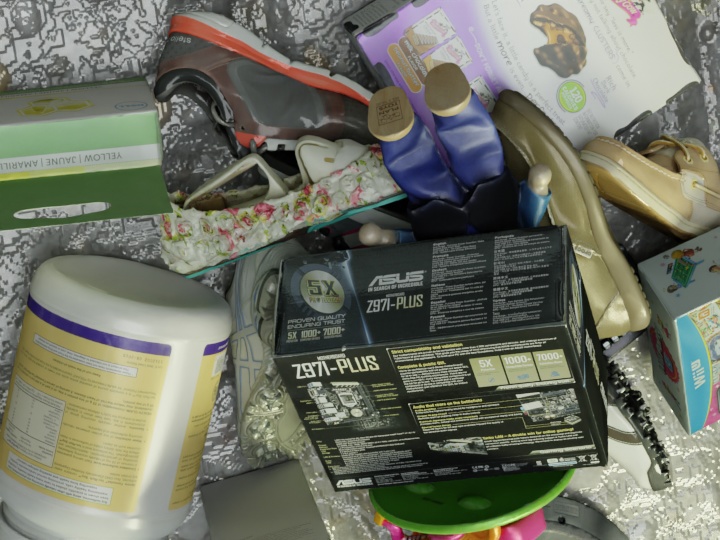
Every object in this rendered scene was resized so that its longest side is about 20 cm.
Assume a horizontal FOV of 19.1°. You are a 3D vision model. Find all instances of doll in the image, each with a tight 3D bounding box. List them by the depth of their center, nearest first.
[{"bbox_3d":[0.061,-0.045,1.422,0.135,0.049,0.201,-22,136,6],"label":"doll"}]

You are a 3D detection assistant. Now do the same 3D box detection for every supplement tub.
[{"bbox_3d":[-0.178,0.103,1.507,0.144,0.145,0.202,11,102,-13],"label":"supplement tub"}]

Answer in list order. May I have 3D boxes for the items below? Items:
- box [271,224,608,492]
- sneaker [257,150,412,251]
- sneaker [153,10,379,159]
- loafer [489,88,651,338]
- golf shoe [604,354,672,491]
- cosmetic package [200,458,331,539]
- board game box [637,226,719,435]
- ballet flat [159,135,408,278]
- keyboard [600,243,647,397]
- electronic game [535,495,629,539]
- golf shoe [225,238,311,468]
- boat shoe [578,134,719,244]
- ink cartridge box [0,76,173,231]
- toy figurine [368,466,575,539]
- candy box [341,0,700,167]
[{"bbox_3d":[0.057,0.063,1.446,0.198,0.087,0.164,-7,140,14],"label":"box"},{"bbox_3d":[0.000,0.000,1.550,0.199,0.084,0.121,26,107,0],"label":"sneaker"},{"bbox_3d":[-0.057,-0.103,1.503,0.199,0.077,0.082,26,72,-4],"label":"sneaker"},{"bbox_3d":[0.136,-0.032,1.492,0.067,0.076,0.201,-31,105,-3],"label":"loafer"},{"bbox_3d":[0.150,0.094,1.588,0.094,0.078,0.200,-38,93,9],"label":"golf shoe"},{"bbox_3d":[-0.057,0.224,1.530,0.084,0.200,0.108,-16,108,-4],"label":"cosmetic package"},{"bbox_3d":[0.309,0.018,1.576,0.199,0.064,0.148,-25,140,-6],"label":"board game box"},{"bbox_3d":[-0.049,-0.054,1.457,0.198,0.076,0.064,-20,105,5],"label":"ballet flat"},{"bbox_3d":[0.152,0.084,1.627,0.200,0.021,0.127,-38,107,2],"label":"keyboard"},{"bbox_3d":[0.133,0.272,1.648,0.198,0.042,0.202,0,91,-12],"label":"electronic game"},{"bbox_3d":[-0.062,0.050,1.556,0.078,0.097,0.201,-12,133,-25],"label":"golf shoe"},{"bbox_3d":[0.228,-0.064,1.556,0.199,0.073,0.070,27,90,-47],"label":"boat shoe"},{"bbox_3d":[-0.203,-0.079,1.427,0.144,0.200,0.048,-6,108,-8],"label":"ink cartridge box"},{"bbox_3d":[0.078,0.215,1.553,0.150,0.199,0.185,-34,122,-39],"label":"toy figurine"},{"bbox_3d":[0.115,-0.156,1.533,0.199,0.072,0.168,-32,108,-1],"label":"candy box"}]
